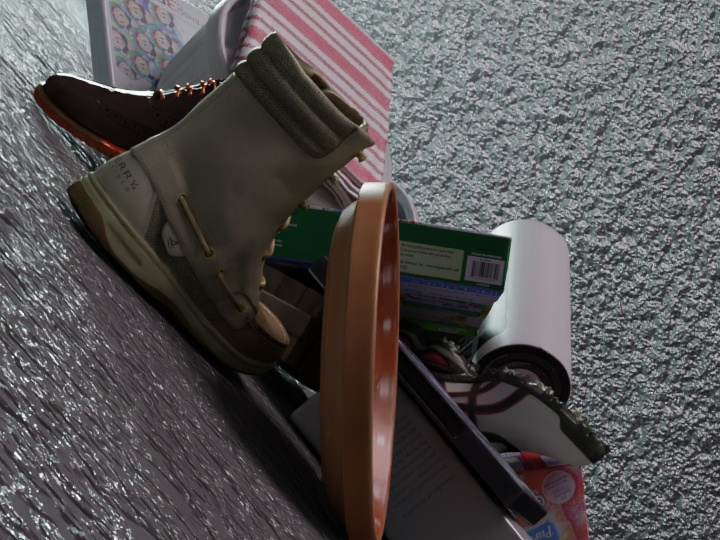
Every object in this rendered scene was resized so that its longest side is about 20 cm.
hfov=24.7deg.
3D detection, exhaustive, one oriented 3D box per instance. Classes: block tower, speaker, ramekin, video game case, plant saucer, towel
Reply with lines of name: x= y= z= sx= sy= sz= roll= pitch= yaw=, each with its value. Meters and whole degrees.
block tower: x=-0.035 y=0.053 z=1.192 sx=0.058 sy=0.054 sz=0.200 roll=29 pitch=-6 yaw=18
speaker: x=0.133 y=0.039 z=1.348 sx=0.081 sy=0.081 sz=0.200 roll=50 pitch=25 yaw=-21
ramekin: x=-0.073 y=-0.111 z=1.288 sx=0.202 sy=0.094 sz=0.203 roll=38 pitch=36 yaw=-34
video game case: x=-0.144 y=-0.143 z=1.327 sx=0.182 sy=0.024 sz=0.200 roll=27 pitch=43 yaw=-46
plant saucer: x=0.000 y=0.051 z=0.918 sx=0.200 sy=0.032 sz=0.201 roll=1 pitch=90 yaw=-85
towel: x=-0.037 y=-0.147 z=1.255 sx=0.146 sy=0.030 sz=0.200 roll=41 pitch=33 yaw=-26
video game case: x=0.047 y=0.083 z=1.097 sx=0.200 sy=0.019 sz=0.143 roll=49 pitch=0 yaw=19

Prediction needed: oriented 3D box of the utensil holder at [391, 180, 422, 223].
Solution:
utensil holder: x=0.011 y=0.020 z=1.657 sx=0.170 sy=0.170 sz=0.200 roll=51 pitch=0 yaw=37

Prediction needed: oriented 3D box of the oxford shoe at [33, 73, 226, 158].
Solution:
oxford shoe: x=-0.122 y=-0.107 z=1.127 sx=0.200 sy=0.073 sz=0.071 roll=16 pitch=26 yaw=-21

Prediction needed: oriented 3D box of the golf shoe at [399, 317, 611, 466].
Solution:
golf shoe: x=0.088 y=0.110 z=1.196 sx=0.200 sy=0.088 sz=0.077 roll=22 pitch=-13 yaw=37

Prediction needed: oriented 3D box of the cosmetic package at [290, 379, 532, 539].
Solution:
cosmetic package: x=0.046 y=0.152 z=1.088 sx=0.200 sy=0.071 sz=0.101 roll=51 pitch=1 yaw=6

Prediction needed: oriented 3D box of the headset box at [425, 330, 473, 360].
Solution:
headset box: x=0.064 y=0.104 z=1.428 sx=0.200 sy=0.149 sz=0.075 roll=51 pitch=3 yaw=2

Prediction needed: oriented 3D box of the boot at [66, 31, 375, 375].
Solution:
boot: x=-0.054 y=-0.033 z=0.937 sx=0.072 sy=0.155 sz=0.200 roll=51 pitch=1 yaw=39

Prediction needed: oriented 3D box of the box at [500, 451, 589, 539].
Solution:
box: x=0.106 y=0.175 z=1.272 sx=0.200 sy=0.102 sz=0.095 roll=-127 pitch=-149 yaw=-81

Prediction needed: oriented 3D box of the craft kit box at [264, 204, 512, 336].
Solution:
craft kit box: x=0.000 y=0.000 z=1.199 sx=0.200 sy=0.049 sz=0.198 roll=9 pitch=-14 yaw=-1
